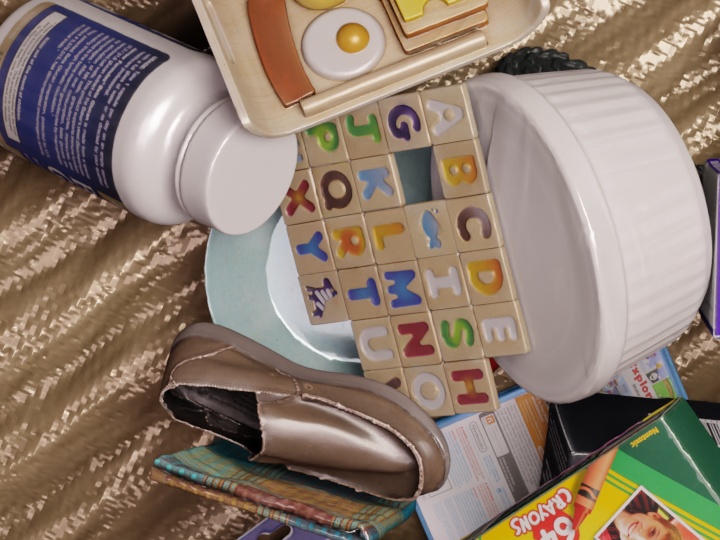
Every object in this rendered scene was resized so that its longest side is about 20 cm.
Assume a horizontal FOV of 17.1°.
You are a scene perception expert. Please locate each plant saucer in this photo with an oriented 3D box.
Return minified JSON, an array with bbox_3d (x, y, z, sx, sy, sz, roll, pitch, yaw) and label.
[{"bbox_3d":[0.000,0.000,1.552,0.200,0.039,0.202,0,98,3],"label":"plant saucer"}]

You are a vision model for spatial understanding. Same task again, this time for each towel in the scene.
[{"bbox_3d":[-0.044,0.137,1.515,0.146,0.200,0.022,16,92,9],"label":"towel"}]

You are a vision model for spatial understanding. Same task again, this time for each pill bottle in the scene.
[{"bbox_3d":[-0.139,-0.095,1.511,0.200,0.111,0.112,26,100,35],"label":"pill bottle"}]

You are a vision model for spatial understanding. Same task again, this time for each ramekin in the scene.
[{"bbox_3d":[0.129,-0.029,1.441,0.094,0.202,0.203,-18,98,-23],"label":"ramekin"}]

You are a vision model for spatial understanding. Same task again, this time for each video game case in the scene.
[{"bbox_3d":[0.137,0.142,1.626,0.199,0.018,0.144,-23,96,5],"label":"video game case"}]

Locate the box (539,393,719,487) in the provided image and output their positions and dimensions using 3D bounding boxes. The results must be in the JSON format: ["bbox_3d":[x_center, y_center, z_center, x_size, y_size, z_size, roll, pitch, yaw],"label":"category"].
[{"bbox_3d":[0.214,0.196,1.562,0.199,0.124,0.198,5,107,-3],"label":"box"}]

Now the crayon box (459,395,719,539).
[{"bbox_3d":[0.160,0.203,1.452,0.200,0.058,0.173,-36,87,24],"label":"crayon box"}]

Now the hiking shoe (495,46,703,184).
[{"bbox_3d":[0.157,-0.061,1.568,0.200,0.074,0.087,43,136,13],"label":"hiking shoe"}]

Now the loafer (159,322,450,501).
[{"bbox_3d":[-0.041,0.102,1.502,0.199,0.071,0.073,19,129,16],"label":"loafer"}]

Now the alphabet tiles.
[{"bbox_3d":[0.023,-0.006,1.477,0.167,0.008,0.201,-8,99,41],"label":"alphabet tiles"}]

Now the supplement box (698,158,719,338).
[{"bbox_3d":[0.308,-0.014,1.434,0.199,0.101,0.104,1,97,2],"label":"supplement box"}]

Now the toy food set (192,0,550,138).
[{"bbox_3d":[-0.002,-0.180,1.439,0.199,0.060,0.144,-22,71,-4],"label":"toy food set"}]

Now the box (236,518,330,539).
[{"bbox_3d":[-0.012,0.252,1.639,0.121,0.032,0.200,-36,94,6],"label":"box"}]

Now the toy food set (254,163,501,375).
[{"bbox_3d":[0.025,-0.006,1.594,0.199,0.049,0.199,17,98,0],"label":"toy food set"}]
